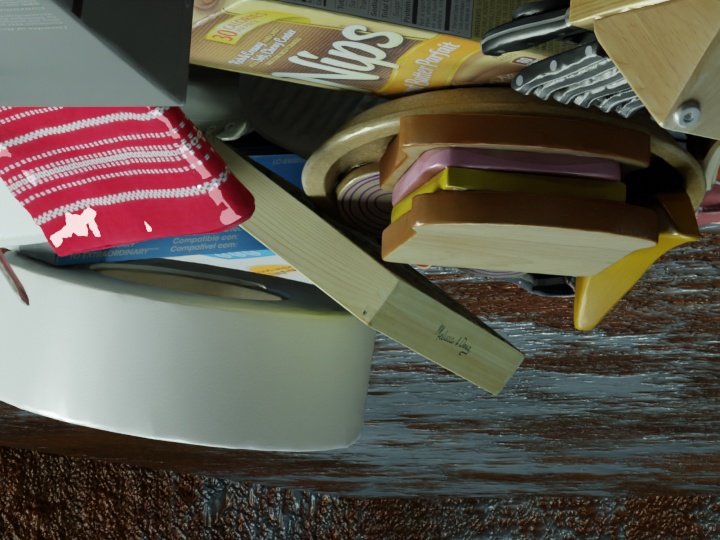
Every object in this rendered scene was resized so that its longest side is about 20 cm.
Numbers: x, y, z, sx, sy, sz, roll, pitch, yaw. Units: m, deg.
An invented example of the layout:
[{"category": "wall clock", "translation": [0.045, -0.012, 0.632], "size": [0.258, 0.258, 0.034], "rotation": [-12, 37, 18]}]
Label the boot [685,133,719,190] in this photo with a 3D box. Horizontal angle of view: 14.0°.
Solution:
[{"category": "boot", "translation": [0.201, -0.081, 1.326], "size": [0.106, 0.076, 0.200], "rotation": [0, 170, -3]}]

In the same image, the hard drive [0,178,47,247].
[{"category": "hard drive", "translation": [-0.177, -0.073, 1.414], "size": [0.199, 0.132, 0.026], "rotation": [-5, -149, 50]}]

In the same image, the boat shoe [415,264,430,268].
[{"category": "boat shoe", "translation": [0.035, -0.033, 1.723], "size": [0.071, 0.063, 0.200], "rotation": [-2, 171, 24]}]

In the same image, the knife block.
[{"category": "knife block", "translation": [0.123, -0.136, 1.093], "size": [0.064, 0.176, 0.201], "rotation": [9, 125, -33]}]

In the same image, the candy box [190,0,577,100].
[{"category": "candy box", "translation": [0.016, -0.112, 1.254], "size": [0.199, 0.056, 0.115], "rotation": [8, 169, -27]}]

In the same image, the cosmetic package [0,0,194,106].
[{"category": "cosmetic package", "translation": [-0.123, -0.129, 1.052], "size": [0.089, 0.108, 0.200], "rotation": [1, 172, 15]}]

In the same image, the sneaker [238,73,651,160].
[{"category": "sneaker", "translation": [0.046, -0.075, 1.408], "size": [0.199, 0.076, 0.105], "rotation": [-2, 165, 9]}]

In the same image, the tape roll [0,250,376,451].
[{"category": "tape roll", "translation": [-0.092, 0.039, 1.511], "size": [0.201, 0.071, 0.202], "rotation": [8, -175, -1]}]

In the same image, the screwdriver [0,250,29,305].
[{"category": "screwdriver", "translation": [-0.198, -0.062, 1.343], "size": [0.028, 0.200, 0.029], "rotation": [-3, 136, -47]}]

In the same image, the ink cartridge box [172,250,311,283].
[{"category": "ink cartridge box", "translation": [-0.056, -0.028, 1.770], "size": [0.114, 0.068, 0.200], "rotation": [-2, 170, 34]}]

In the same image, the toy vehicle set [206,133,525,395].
[{"category": "toy vehicle set", "translation": [0.000, 0.000, 1.434], "size": [0.124, 0.027, 0.200], "rotation": [38, -177, 23]}]

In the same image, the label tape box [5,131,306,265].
[{"category": "label tape box", "translation": [-0.112, -0.041, 1.526], "size": [0.143, 0.064, 0.200], "rotation": [-4, -169, -32]}]

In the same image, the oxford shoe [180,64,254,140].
[{"category": "oxford shoe", "translation": [-0.086, -0.087, 1.456], "size": [0.075, 0.058, 0.200], "rotation": [-3, 170, 28]}]

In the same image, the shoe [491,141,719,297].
[{"category": "shoe", "translation": [0.146, -0.026, 1.621], "size": [0.199, 0.092, 0.071], "rotation": [10, 169, -35]}]

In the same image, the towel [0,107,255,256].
[{"category": "towel", "translation": [-0.148, -0.084, 1.292], "size": [0.144, 0.023, 0.200], "rotation": [-6, 133, 46]}]

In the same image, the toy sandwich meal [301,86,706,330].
[{"category": "toy sandwich meal", "translation": [0.067, -0.023, 1.317], "size": [0.203, 0.071, 0.205], "rotation": [2, 161, 1]}]
